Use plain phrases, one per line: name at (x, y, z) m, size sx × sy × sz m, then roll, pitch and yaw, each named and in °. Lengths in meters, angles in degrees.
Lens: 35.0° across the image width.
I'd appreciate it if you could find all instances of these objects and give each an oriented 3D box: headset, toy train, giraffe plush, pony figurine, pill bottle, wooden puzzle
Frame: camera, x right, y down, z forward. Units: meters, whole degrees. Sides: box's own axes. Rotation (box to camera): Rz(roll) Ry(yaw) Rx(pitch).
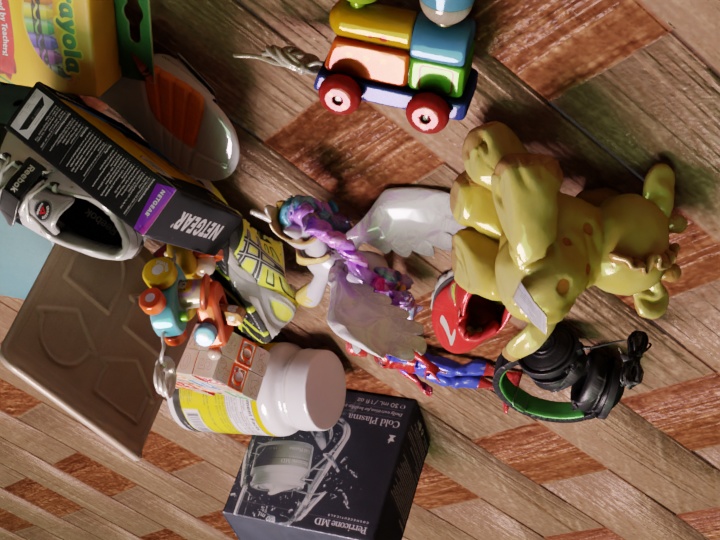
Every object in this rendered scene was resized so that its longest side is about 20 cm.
headset at (0.220, 0.114, 1.175) m, size 0.123 × 0.094 × 0.200 m, roll 31°, pitch 140°, yaw -18°
toy train at (-0.151, 0.036, 1.095) m, size 0.055 × 0.200 × 0.151 m, roll -8°, pitch 105°, yaw 9°
giraffe plush at (0.182, -0.029, 0.953) m, size 0.162 × 0.200 × 0.173 m, roll -9°, pitch 138°, yaw -17°
pony figurine at (0.000, 0.000, 1.097) m, size 0.193 × 0.167 × 0.200 m, roll 19°, pitch 164°, yaw 16°
toy train at (-0.007, -0.187, 0.870) m, size 0.199 × 0.085 × 0.116 m, roll 14°, pitch 137°, yaw 10°
pill bottle at (-0.125, 0.142, 1.385) m, size 0.199 × 0.115 × 0.114 m, roll -1°, pitch 142°, yaw 30°
wooden puzzle at (-0.247, 0.055, 1.092) m, size 0.046 × 0.200 × 0.185 m, roll -11°, pitch 138°, yaw 33°

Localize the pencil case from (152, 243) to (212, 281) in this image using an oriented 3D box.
pencil case at (-0.228, 0.042, 1.215) m, size 0.088 × 0.200 × 0.089 m, roll 39°, pitch 152°, yaw 25°

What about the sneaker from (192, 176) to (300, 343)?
sneaker at (-0.127, -0.021, 1.189) m, size 0.075 × 0.076 × 0.200 m, roll 15°, pitch 139°, yaw 48°

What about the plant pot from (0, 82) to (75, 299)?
plant pot at (-0.330, -0.089, 1.132) m, size 0.141 × 0.141 × 0.200 m, roll 9°, pitch 138°, yaw 16°

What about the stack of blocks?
stack of blocks at (-0.203, 0.099, 1.306) m, size 0.199 × 0.059 × 0.115 m, roll 6°, pitch 163°, yaw 34°

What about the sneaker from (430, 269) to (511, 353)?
sneaker at (0.111, 0.038, 1.130) m, size 0.077 × 0.085 × 0.200 m, roll 21°, pitch 148°, yaw -2°

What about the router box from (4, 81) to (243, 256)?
router box at (-0.195, -0.081, 0.985) m, size 0.149 × 0.051 × 0.200 m, roll 38°, pitch -177°, yaw 9°

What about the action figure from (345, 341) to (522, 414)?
action figure at (0.079, 0.111, 1.295) m, size 0.199 × 0.052 × 0.065 m, roll 19°, pitch 153°, yaw 5°

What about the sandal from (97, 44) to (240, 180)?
sandal at (-0.182, -0.166, 1.015) m, size 0.206 × 0.059 × 0.079 m, roll 38°, pitch 129°, yaw 1°

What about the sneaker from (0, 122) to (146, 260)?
sneaker at (-0.278, -0.070, 0.996) m, size 0.200 × 0.074 × 0.089 m, roll 26°, pitch -174°, yaw -11°

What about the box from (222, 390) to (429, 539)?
box at (-0.038, 0.261, 1.437) m, size 0.199 × 0.197 × 0.124 m, roll 6°, pitch 146°, yaw 19°

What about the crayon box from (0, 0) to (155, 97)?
crayon box at (-0.272, -0.219, 0.947) m, size 0.199 × 0.051 × 0.127 m, roll 10°, pitch 124°, yaw 13°
